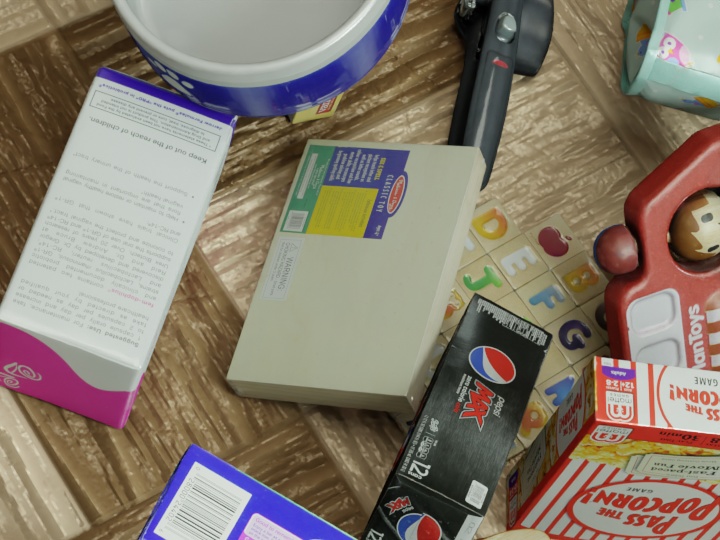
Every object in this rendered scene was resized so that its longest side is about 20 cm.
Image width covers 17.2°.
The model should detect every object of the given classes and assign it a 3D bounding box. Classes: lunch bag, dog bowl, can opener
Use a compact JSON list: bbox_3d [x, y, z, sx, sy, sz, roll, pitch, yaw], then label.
[{"bbox_3d":[0.276,-0.161,1.695,0.169,0.123,0.200,19,25,-3],"label":"lunch bag"},{"bbox_3d":[-0.066,-0.205,1.550,0.198,0.079,0.202,-2,71,7],"label":"dog bowl"},{"bbox_3d":[0.094,-0.141,1.712,0.078,0.063,0.201,18,60,-5],"label":"can opener"}]

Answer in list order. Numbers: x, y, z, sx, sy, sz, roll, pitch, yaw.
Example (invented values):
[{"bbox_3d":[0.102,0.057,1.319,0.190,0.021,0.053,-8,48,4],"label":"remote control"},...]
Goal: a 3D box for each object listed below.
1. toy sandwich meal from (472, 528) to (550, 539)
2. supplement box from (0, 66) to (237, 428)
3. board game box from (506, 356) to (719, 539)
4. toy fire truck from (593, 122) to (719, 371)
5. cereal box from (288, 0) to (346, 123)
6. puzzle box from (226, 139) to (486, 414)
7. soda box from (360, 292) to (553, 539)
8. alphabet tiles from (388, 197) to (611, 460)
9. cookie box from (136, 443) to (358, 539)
[{"bbox_3d":[0.112,0.259,1.509,0.203,0.070,0.207,6,62,-11],"label":"toy sandwich meal"},{"bbox_3d":[-0.163,-0.015,1.562,0.103,0.101,0.201,19,60,-4],"label":"supplement box"},{"bbox_3d":[0.191,0.122,1.525,0.150,0.200,0.047,7,62,-10],"label":"board game box"},{"bbox_3d":[0.240,0.002,1.611,0.167,0.201,0.112,-20,29,-17],"label":"toy fire truck"},{"bbox_3d":[-0.049,-0.224,1.673,0.039,0.144,0.201,-13,68,-21],"label":"cereal box"},{"bbox_3d":[0.000,0.000,1.603,0.132,0.025,0.201,4,58,24],"label":"puzzle box"},{"bbox_3d":[0.064,0.106,1.530,0.063,0.071,0.200,26,38,1],"label":"soda box"},{"bbox_3d":[0.091,0.042,1.651,0.199,0.006,0.167,-29,73,-25],"label":"alphabet tiles"},{"bbox_3d":[-0.062,0.210,1.417,0.170,0.200,0.075,30,59,1],"label":"cookie box"}]
